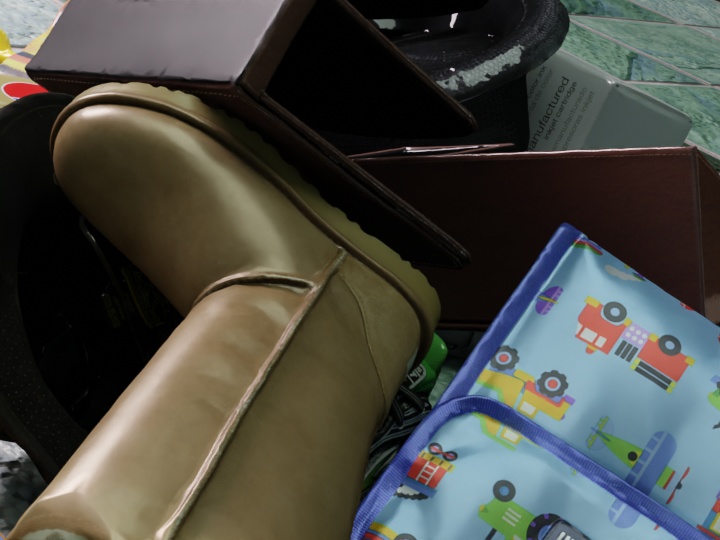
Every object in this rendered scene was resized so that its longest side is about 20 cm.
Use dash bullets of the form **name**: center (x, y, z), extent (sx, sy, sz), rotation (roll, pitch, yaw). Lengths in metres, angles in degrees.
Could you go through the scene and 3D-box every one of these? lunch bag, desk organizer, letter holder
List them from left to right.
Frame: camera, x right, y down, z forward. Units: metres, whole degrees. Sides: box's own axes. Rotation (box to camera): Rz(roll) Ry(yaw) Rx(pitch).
- **letter holder**: center (-0.027, -0.082, 0.718), extent (0.142, 0.101, 0.199), rotation (38, -14, -31)
- **desk organizer**: center (0.079, -0.016, 0.743), extent (0.198, 0.078, 0.071), rotation (1, 9, 39)
- **lunch bag**: center (0.080, 0.105, 0.615), extent (0.150, 0.094, 0.200), rotation (33, 50, 10)

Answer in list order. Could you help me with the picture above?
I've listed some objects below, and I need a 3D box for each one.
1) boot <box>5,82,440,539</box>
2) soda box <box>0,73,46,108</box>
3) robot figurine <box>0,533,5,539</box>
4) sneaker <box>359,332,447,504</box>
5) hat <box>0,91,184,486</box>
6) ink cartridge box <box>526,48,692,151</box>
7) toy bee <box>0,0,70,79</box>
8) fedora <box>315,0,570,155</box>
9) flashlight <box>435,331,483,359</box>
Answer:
- **boot**: center (-0.063, 0.031, 0.561), extent (0.174, 0.066, 0.200), rotation (29, 36, 0)
- **soda box**: center (-0.155, -0.060, 0.944), extent (0.198, 0.068, 0.064), rotation (10, 20, -16)
- **robot figurine**: center (-0.152, 0.111, 0.500), extent (0.144, 0.059, 0.199), rotation (-4, 27, -41)
- **sneaker**: center (-0.019, 0.059, 0.665), extent (0.078, 0.085, 0.200), rotation (47, 22, -4)
- **hat**: center (-0.126, 0.025, 0.676), extent (0.080, 0.203, 0.201), rotation (-17, 11, 19)
- **ink cartridge box**: center (0.080, -0.073, 1.017), extent (0.083, 0.146, 0.200), rotation (17, 14, -42)
- **toy bee**: center (-0.188, -0.132, 1.055), extent (0.129, 0.110, 0.200), rotation (10, 20, -10)
- **fedora**: center (0.023, -0.091, 0.932), extent (0.198, 0.092, 0.201), rotation (-12, 28, 6)
- **flashlight**: center (0.000, 0.000, 0.888), extent (0.198, 0.069, 0.068), rotation (7, -20, -9)
